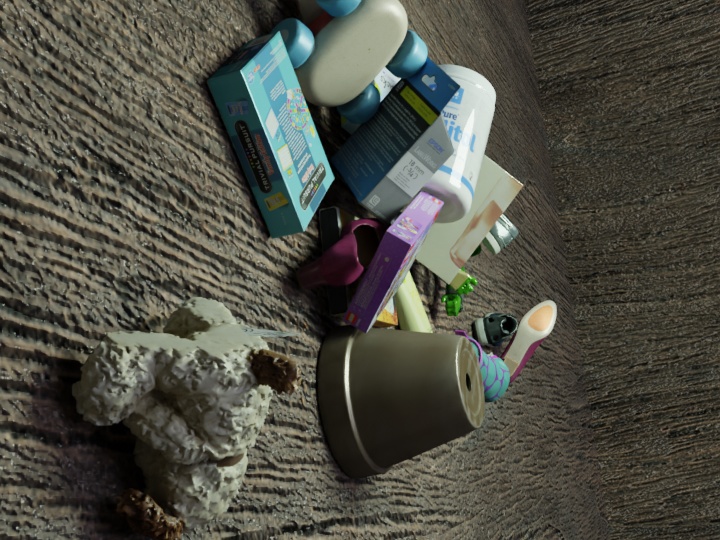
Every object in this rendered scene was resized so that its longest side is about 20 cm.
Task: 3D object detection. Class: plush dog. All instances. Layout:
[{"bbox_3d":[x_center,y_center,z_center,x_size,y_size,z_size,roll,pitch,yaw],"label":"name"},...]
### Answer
[{"bbox_3d":[-0.132,0.135,0.808,0.200,0.159,0.173,-31,135,-67],"label":"plush dog"}]

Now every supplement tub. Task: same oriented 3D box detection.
[{"bbox_3d":[0.118,-0.184,1.415,0.132,0.131,0.202,49,50,-53],"label":"supplement tub"}]

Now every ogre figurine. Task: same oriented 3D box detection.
[{"bbox_3d":[0.163,-0.035,1.706,0.120,0.097,0.202,-70,137,-74],"label":"ogre figurine"}]

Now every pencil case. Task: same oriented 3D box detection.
[{"bbox_3d":[0.206,0.177,1.741,0.200,0.084,0.093,37,61,-62],"label":"pencil case"}]

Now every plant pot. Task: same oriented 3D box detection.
[{"bbox_3d":[0.061,0.156,1.239,0.200,0.172,0.202,-12,90,-69],"label":"plant pot"}]

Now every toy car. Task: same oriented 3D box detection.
[{"bbox_3d":[-0.042,-0.338,1.314,0.184,0.177,0.201,31,21,-46],"label":"toy car"}]

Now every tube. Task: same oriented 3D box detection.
[{"bbox_3d":[0.078,0.062,1.516,0.058,0.052,0.202,-3,-74,70],"label":"tube"}]

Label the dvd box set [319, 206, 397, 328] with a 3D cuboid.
[{"bbox_3d":[0.000,0.000,1.361,0.200,0.029,0.148,22,59,-67],"label":"dvd box set"}]

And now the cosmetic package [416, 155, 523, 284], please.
[{"bbox_3d":[0.169,-0.087,1.580,0.087,0.201,0.103,36,8,-6],"label":"cosmetic package"}]

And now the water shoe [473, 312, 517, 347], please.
[{"bbox_3d":[0.295,0.124,2.014,0.200,0.078,0.072,-9,88,-70],"label":"water shoe"}]

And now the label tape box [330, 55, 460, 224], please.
[{"bbox_3d":[0.061,-0.180,1.311,0.063,0.200,0.144,35,14,-34],"label":"label tape box"}]

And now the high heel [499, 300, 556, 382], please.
[{"bbox_3d":[0.351,0.154,2.049,0.201,0.067,0.096,-60,171,-13],"label":"high heel"}]

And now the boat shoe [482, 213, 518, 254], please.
[{"bbox_3d":[0.206,-0.125,1.707,0.201,0.061,0.073,58,-3,11],"label":"boat shoe"}]

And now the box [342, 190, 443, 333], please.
[{"bbox_3d":[0.047,-0.016,1.278,0.138,0.039,0.200,-63,174,24],"label":"box"}]

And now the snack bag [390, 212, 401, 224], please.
[{"bbox_3d":[0.039,-0.177,1.574,0.190,0.021,0.201,-81,151,-42],"label":"snack bag"}]

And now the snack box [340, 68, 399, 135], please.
[{"bbox_3d":[0.028,-0.288,1.485,0.168,0.067,0.202,28,55,-60],"label":"snack box"}]

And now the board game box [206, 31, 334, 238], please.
[{"bbox_3d":[-0.102,-0.163,1.150,0.151,0.046,0.201,-66,140,-58],"label":"board game box"}]

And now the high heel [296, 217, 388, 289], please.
[{"bbox_3d":[0.008,-0.028,1.223,0.200,0.096,0.068,-42,109,-50],"label":"high heel"}]
